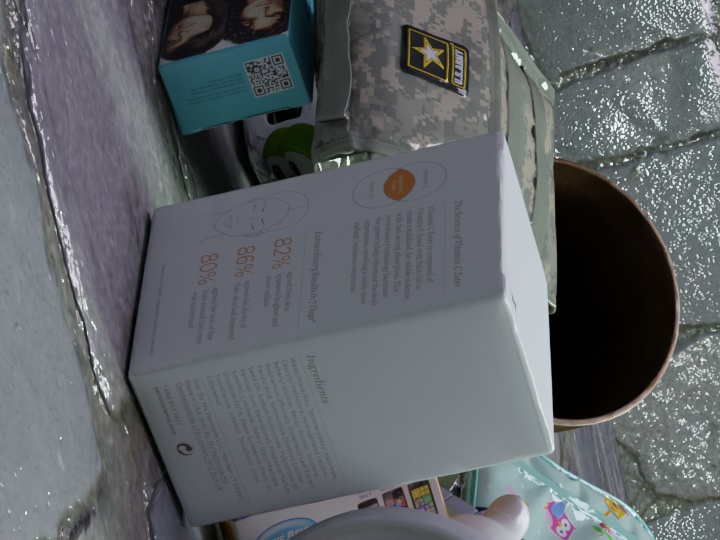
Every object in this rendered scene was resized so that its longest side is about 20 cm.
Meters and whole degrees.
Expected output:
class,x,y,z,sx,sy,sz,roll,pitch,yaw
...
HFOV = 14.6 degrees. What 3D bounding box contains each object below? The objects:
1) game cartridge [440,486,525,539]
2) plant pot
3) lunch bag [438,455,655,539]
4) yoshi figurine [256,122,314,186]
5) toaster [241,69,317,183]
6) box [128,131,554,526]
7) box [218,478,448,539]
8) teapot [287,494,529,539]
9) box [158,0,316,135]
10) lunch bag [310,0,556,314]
class,x,y,z,sx,sy,sz,roll,pitch,yaw
game cartridge,0.051,0.214,1.747,0.129,0.038,0.201,35,-38,36
plant pot,0.093,0.041,1.967,0.200,0.186,0.188,144,-60,-61
lunch bag,0.118,0.195,1.868,0.200,0.077,0.161,36,38,-26
yoshi figurine,-0.013,0.009,1.741,0.201,0.112,0.112,56,20,-14
toaster,-0.016,-0.110,1.855,0.129,0.113,0.201,59,23,-56
box,-0.007,0.030,1.478,0.153,0.199,0.107,-86,162,-55
box,0.001,0.186,1.542,0.041,0.118,0.201,-171,-116,-73
teapot,0.018,0.226,1.460,0.146,0.199,0.198,68,3,-71
box,-0.070,-0.161,1.696,0.200,0.082,0.049,-88,162,-56
lunch bag,0.036,-0.083,1.648,0.200,0.117,0.165,50,33,-47
